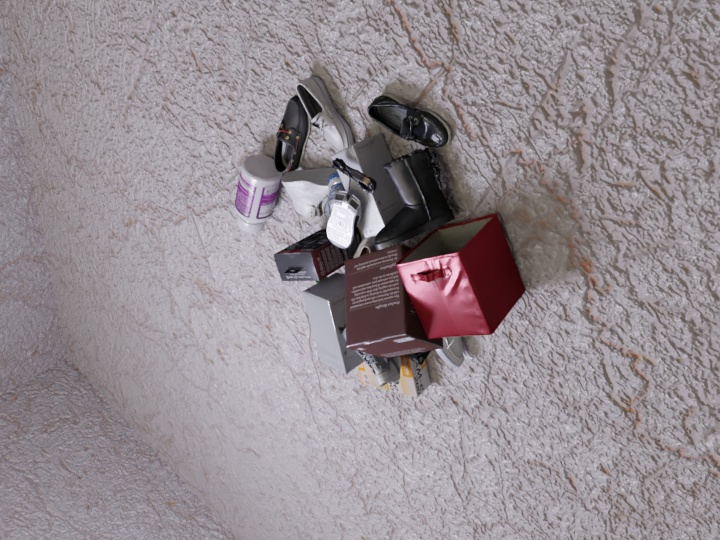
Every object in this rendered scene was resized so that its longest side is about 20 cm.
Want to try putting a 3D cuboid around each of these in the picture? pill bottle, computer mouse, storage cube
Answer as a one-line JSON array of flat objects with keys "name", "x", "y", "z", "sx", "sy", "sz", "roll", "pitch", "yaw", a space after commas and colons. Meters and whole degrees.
[{"name": "pill bottle", "x": -0.286, "y": -0.205, "z": 1.651, "sx": 0.112, "sy": 0.111, "sz": 0.202, "roll": 41, "pitch": 135, "yaw": 18}, {"name": "computer mouse", "x": -0.029, "y": -0.141, "z": 1.325, "sx": 0.108, "sy": 0.044, "sz": 0.203, "roll": 27, "pitch": 130, "yaw": 13}, {"name": "storage cube", "x": 0.207, "y": 0.016, "z": 1.239, "sx": 0.169, "sy": 0.199, "sz": 0.183, "roll": -11, "pitch": 111, "yaw": 44}]

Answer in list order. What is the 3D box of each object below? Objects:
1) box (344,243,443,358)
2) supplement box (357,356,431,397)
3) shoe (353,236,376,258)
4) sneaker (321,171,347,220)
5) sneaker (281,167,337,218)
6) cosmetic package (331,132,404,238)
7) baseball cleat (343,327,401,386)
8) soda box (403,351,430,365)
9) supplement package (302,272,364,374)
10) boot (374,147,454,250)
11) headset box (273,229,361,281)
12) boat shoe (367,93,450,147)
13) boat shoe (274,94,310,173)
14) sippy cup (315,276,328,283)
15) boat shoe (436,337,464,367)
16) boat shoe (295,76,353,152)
[{"name": "box", "x": 0.073, "y": 0.073, "z": 1.340, "sx": 0.163, "sy": 0.163, "sz": 0.206, "roll": -14, "pitch": 67, "yaw": 34}, {"name": "supplement box", "x": 0.079, "y": 0.244, "z": 1.583, "sx": 0.197, "sy": 0.073, "sz": 0.129, "roll": 4, "pitch": 116, "yaw": 42}, {"name": "shoe", "x": 0.000, "y": 0.000, "z": 1.471, "sx": 0.068, "sy": 0.054, "sz": 0.203, "roll": 21, "pitch": 128, "yaw": 4}, {"name": "sneaker", "x": -0.052, "y": -0.145, "z": 1.433, "sx": 0.201, "sy": 0.075, "sz": 0.087, "roll": 96, "pitch": 167, "yaw": -63}, {"name": "sneaker", "x": -0.099, "y": -0.191, "z": 1.520, "sx": 0.196, "sy": 0.074, "sz": 0.117, "roll": 8, "pitch": 135, "yaw": 34}, {"name": "cosmetic package", "x": 0.029, "y": -0.191, "z": 1.353, "sx": 0.080, "sy": 0.112, "sz": 0.204, "roll": -11, "pitch": 107, "yaw": 46}, {"name": "baseball cleat", "x": 0.035, "y": 0.206, "z": 1.421, "sx": 0.069, "sy": 0.108, "sz": 0.199, "roll": -31, "pitch": 130, "yaw": 31}, {"name": "soda box", "x": 0.087, "y": 0.157, "z": 1.492, "sx": 0.198, "sy": 0.064, "sz": 0.071, "roll": 21, "pitch": 153, "yaw": 47}, {"name": "supplement package", "x": -0.048, "y": 0.127, "z": 1.481, "sx": 0.116, "sy": 0.115, "sz": 0.205, "roll": 16, "pitch": 126, "yaw": 50}, {"name": "boot", "x": 0.093, "y": -0.152, "z": 1.268, "sx": 0.194, "sy": 0.073, "sz": 0.166, "roll": -23, "pitch": 97, "yaw": 4}, {"name": "headset box", "x": -0.109, "y": -0.038, "z": 1.509, "sx": 0.146, "sy": 0.199, "sz": 0.079, "roll": -2, "pitch": 113, "yaw": 43}, {"name": "boat shoe", "x": 0.095, "y": -0.307, "z": 1.253, "sx": 0.198, "sy": 0.066, "sz": 0.076, "roll": 39, "pitch": 134, "yaw": 21}, {"name": "boat shoe", "x": -0.174, "y": -0.336, "z": 1.505, "sx": 0.073, "sy": 0.063, "sz": 0.205, "roll": 37, "pitch": 133, "yaw": 26}, {"name": "sippy cup", "x": -0.071, "y": 0.107, "z": 1.619, "sx": 0.129, "sy": 0.137, "sz": 0.183, "roll": 17, "pitch": 99, "yaw": 48}, {"name": "boat shoe", "x": 0.206, "y": 0.122, "z": 1.398, "sx": 0.085, "sy": 0.074, "sz": 0.206, "roll": -26, "pitch": 84, "yaw": 45}, {"name": "boat shoe", "x": -0.086, "y": -0.354, "z": 1.403, "sx": 0.071, "sy": 0.065, "sz": 0.204, "roll": -20, "pitch": 98, "yaw": 47}]
